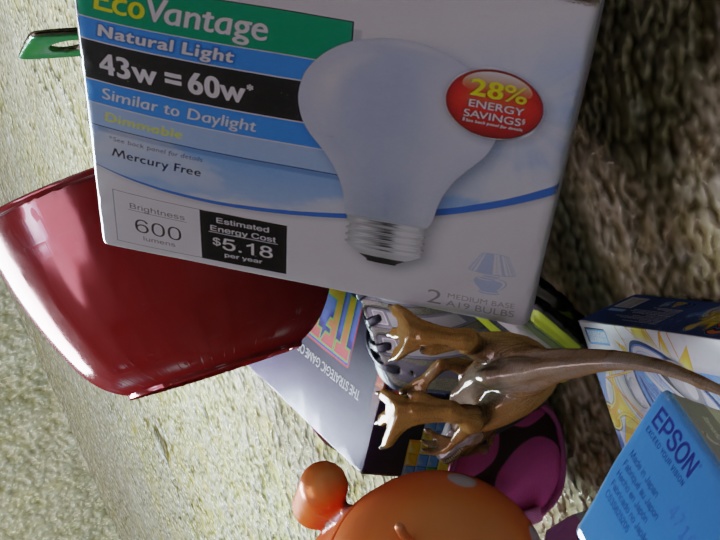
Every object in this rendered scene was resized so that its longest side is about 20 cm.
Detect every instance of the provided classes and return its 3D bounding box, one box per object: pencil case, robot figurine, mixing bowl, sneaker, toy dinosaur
[{"bbox_3d":[0.042,0.094,1.046,0.200,0.090,0.095,23,125,63],"label":"pencil case"},{"bbox_3d":[0.031,0.165,0.896,0.200,0.115,0.146,124,138,-72],"label":"robot figurine"},{"bbox_3d":[-0.091,0.002,0.929,0.200,0.198,0.110,155,99,-72],"label":"mixing bowl"},{"bbox_3d":[0.021,0.011,0.854,0.199,0.081,0.074,35,-167,-13],"label":"sneaker"},{"bbox_3d":[0.066,0.044,0.773,0.200,0.105,0.061,151,119,-65],"label":"toy dinosaur"}]

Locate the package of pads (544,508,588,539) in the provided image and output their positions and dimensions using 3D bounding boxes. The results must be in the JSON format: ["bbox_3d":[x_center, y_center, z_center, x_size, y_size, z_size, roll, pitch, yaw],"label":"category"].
[{"bbox_3d":[0.159,0.222,0.877,0.201,0.075,0.121,54,161,36],"label":"package of pads"}]

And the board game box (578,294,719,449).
[{"bbox_3d":[0.169,0.083,0.743,0.137,0.034,0.200,70,162,-8],"label":"board game box"}]

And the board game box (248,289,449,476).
[{"bbox_3d":[0.000,0.000,0.989,0.200,0.056,0.167,34,112,60],"label":"board game box"}]

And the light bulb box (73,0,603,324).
[{"bbox_3d":[-0.004,-0.099,0.721,0.201,0.196,0.126,94,-172,-55],"label":"light bulb box"}]

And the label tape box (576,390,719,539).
[{"bbox_3d":[0.182,0.124,0.555,0.067,0.198,0.144,-63,26,22],"label":"label tape box"}]

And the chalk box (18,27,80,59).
[{"bbox_3d":[-0.077,-0.136,0.927,0.125,0.198,0.125,68,162,-3],"label":"chalk box"}]
